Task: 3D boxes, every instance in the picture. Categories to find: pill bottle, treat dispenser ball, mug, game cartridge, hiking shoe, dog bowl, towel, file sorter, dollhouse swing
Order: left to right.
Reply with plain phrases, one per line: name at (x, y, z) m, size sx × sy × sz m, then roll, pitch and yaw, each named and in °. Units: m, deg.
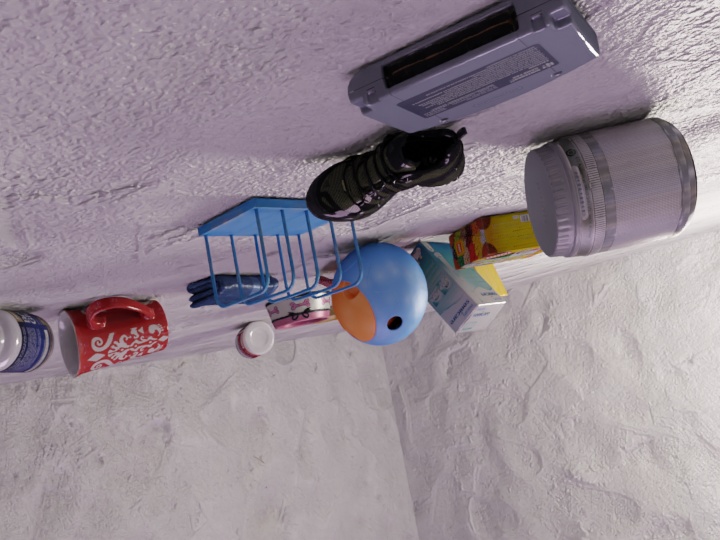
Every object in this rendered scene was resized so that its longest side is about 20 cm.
pill bottle at (-0.649, 0.128, 1.330) m, size 0.108 × 0.114 × 0.200 m, roll -12°, pitch 172°, yaw 1°
mug at (-0.499, 0.130, 1.517) m, size 0.196 × 0.137 × 0.176 m, roll -10°, pitch 174°, yaw -39°
towel at (-0.266, 0.043, 1.558) m, size 0.109 × 0.050 × 0.198 m, roll -18°, pitch 170°, yaw 29°
pill bottle at (-0.374, 0.245, 2.555) m, size 0.110 × 0.116 × 0.199 m, roll -8°, pitch 172°, yaw -22°
file sorter at (-0.109, -0.023, 1.067) m, size 0.137 × 0.126 × 0.197 m, roll -18°, pitch 171°, yaw 42°
dog bowl at (-0.173, 0.117, 2.119) m, size 0.194 × 0.076 × 0.200 m, roll -11°, pitch 172°, yaw -2°
towel at (-0.022, 0.045, 1.699) m, size 0.142 × 0.023 × 0.199 m, roll 24°, pitch 174°, yaw -16°
treat dispenser ball at (0.037, 0.047, 1.476) m, size 0.195 × 0.207 × 0.201 m, roll -11°, pitch 172°, yaw -2°
hiking shoe at (0.026, -0.120, 0.834) m, size 0.195 × 0.077 × 0.101 m, roll -21°, pitch 164°, yaw -1°
dollhouse swing at (0.264, 0.055, 2.061) m, size 0.174 × 0.185 × 0.199 m, roll -31°, pitch -176°, yaw -33°
game cartridge at (0.101, -0.176, 0.643) m, size 0.196 × 0.043 × 0.132 m, roll -17°, pitch 175°, yaw 30°

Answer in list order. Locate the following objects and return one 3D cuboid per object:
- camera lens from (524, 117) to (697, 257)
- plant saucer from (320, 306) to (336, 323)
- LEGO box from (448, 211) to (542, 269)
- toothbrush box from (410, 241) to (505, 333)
camera lens at (0.337, -0.110, 0.994) m, size 0.194 × 0.165 × 0.160 m, roll -12°, pitch 172°, yaw -1°
plant saucer at (-0.105, 0.154, 2.617) m, size 0.194 × 0.036 × 0.200 m, roll -13°, pitch 172°, yaw -2°
LEGO box at (0.309, -0.067, 1.557) m, size 0.195 × 0.079 × 0.149 m, roll -9°, pitch 171°, yaw -21°
toothbrush box at (0.204, 0.034, 1.621) m, size 0.145 × 0.200 × 0.086 m, roll -1°, pitch 132°, yaw -55°
